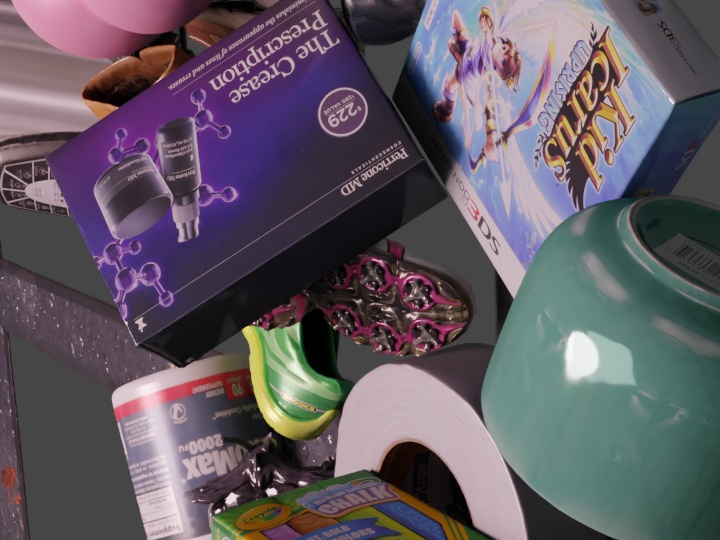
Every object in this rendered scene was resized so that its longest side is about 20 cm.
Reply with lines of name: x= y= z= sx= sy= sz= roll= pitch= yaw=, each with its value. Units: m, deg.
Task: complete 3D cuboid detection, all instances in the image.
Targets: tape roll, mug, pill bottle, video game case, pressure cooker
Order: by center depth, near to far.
mug: x=0.159 y=0.038 z=0.628 sx=0.153 sy=0.183 sz=0.115 roll=-106 pitch=28 yaw=-53
video game case: x=0.097 y=-0.096 z=0.721 sx=0.182 sy=0.045 sz=0.201 roll=60 pitch=152 yaw=25
tape roll: x=0.064 y=0.151 z=0.852 sx=0.199 sy=0.066 sz=0.203 roll=21 pitch=117 yaw=51
pressure cooker: x=-0.215 y=-0.135 z=1.068 sx=0.176 sy=0.197 sz=0.181 roll=-106 pitch=26 yaw=-75
pill bottle: x=-0.120 y=0.178 z=1.081 sx=0.119 sy=0.118 sz=0.203 roll=-26 pitch=79 yaw=55

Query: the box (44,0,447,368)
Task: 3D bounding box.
box: x=-0.069 y=-0.057 z=0.814 sx=0.142 sy=0.199 sz=0.079 roll=59 pitch=-175 yaw=18

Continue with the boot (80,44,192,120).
boot: x=-0.140 y=-0.077 z=0.946 sx=0.198 sy=0.155 sz=0.078 roll=-18 pitch=55 yaw=37

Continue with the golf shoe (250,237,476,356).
golf shoe: x=0.000 y=0.000 z=0.884 sx=0.198 sy=0.092 sz=0.073 roll=10 pitch=122 yaw=39

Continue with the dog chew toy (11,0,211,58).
dog chew toy: x=-0.142 y=-0.202 z=0.842 sx=0.199 sy=0.124 sz=0.126 roll=1 pitch=100 yaw=50

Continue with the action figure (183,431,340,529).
action figure: x=-0.057 y=0.185 z=0.975 sx=0.102 sy=0.117 sz=0.202 roll=-94 pitch=-7 yaw=-64

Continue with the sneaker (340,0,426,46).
sneaker: x=0.020 y=-0.239 z=0.815 sx=0.082 sy=0.074 sz=0.203 roll=31 pitch=116 yaw=61

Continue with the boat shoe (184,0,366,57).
boat shoe: x=-0.067 y=-0.154 z=0.951 sx=0.199 sy=0.075 sz=0.073 roll=26 pitch=122 yaw=52

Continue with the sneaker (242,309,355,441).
sneaker: x=-0.052 y=0.025 z=0.998 sx=0.083 sy=0.074 sz=0.202 roll=-35 pitch=64 yaw=25

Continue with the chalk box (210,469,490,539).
chalk box: x=-0.014 y=0.207 z=0.815 sx=0.199 sy=0.123 sz=0.127 roll=18 pitch=114 yaw=52

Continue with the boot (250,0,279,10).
boot: x=-0.046 y=-0.250 z=0.800 sx=0.132 sy=0.069 sz=0.203 roll=-126 pitch=32 yaw=-70

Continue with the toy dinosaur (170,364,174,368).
toy dinosaur: x=-0.171 y=0.027 z=1.187 sx=0.101 sy=0.057 sz=0.202 roll=114 pitch=142 yaw=-61
